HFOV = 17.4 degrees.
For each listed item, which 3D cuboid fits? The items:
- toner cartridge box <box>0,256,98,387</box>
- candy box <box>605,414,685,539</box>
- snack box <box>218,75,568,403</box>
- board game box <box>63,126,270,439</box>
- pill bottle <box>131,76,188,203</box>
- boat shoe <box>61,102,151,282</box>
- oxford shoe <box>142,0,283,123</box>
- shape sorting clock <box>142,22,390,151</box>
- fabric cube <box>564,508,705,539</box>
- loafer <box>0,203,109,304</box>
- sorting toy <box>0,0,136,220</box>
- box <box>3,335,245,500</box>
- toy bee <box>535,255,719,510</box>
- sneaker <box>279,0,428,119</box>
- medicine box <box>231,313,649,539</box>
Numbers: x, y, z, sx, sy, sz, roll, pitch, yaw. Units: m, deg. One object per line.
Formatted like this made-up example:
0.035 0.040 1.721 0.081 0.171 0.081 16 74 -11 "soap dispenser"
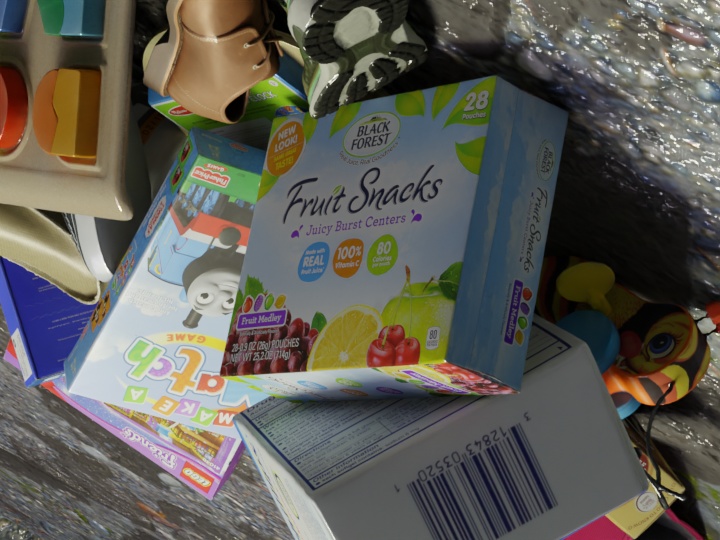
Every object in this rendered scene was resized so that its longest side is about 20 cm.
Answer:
-0.157 0.011 1.690 0.043 0.200 0.095 150 103 -69 "toner cartridge box"
0.124 0.086 1.603 0.200 0.056 0.117 40 -171 -24 "candy box"
0.017 -0.013 1.355 0.068 0.169 0.200 23 162 -39 "snack box"
-0.081 0.016 1.511 0.151 0.200 0.037 17 -148 -24 "board game box"
-0.195 -0.089 1.649 0.200 0.116 0.116 23 160 27 "pill bottle"
-0.190 -0.087 1.538 0.068 0.200 0.072 -13 177 27 "boat shoe"
-0.071 -0.148 1.349 0.071 0.071 0.200 35 156 4 "oxford shoe"
-0.047 -0.099 1.499 0.200 0.039 0.200 19 158 8 "shape sorting clock"
0.119 0.237 1.799 0.199 0.196 0.200 23 172 26 "fabric cube"
-0.244 -0.037 1.590 0.200 0.067 0.076 37 146 9 "loafer"
-0.200 -0.136 1.466 0.036 0.200 0.185 -5 -171 -38 "sorting toy"
-0.169 0.076 1.770 0.200 0.039 0.137 34 144 4 "box"
0.175 0.049 1.460 0.200 0.109 0.131 52 179 24 "toy bee"
-0.014 -0.151 1.307 0.200 0.077 0.089 86 159 -74 "sneaker"
0.043 0.107 1.404 0.103 0.182 0.200 64 170 -16 "medicine box"
